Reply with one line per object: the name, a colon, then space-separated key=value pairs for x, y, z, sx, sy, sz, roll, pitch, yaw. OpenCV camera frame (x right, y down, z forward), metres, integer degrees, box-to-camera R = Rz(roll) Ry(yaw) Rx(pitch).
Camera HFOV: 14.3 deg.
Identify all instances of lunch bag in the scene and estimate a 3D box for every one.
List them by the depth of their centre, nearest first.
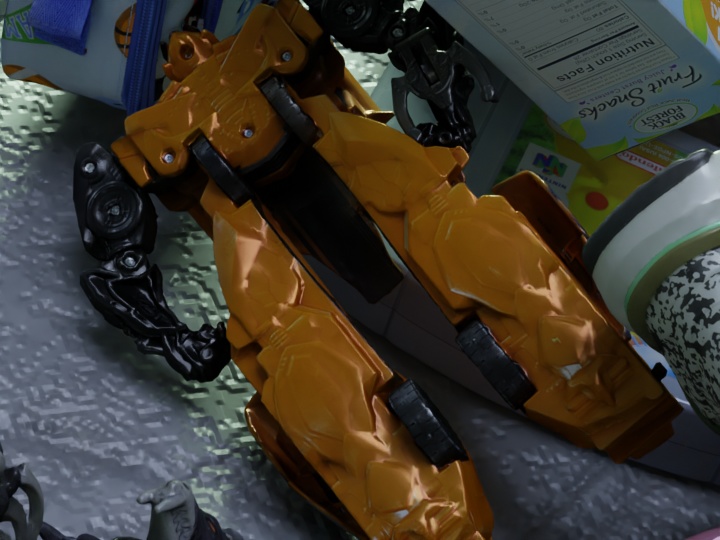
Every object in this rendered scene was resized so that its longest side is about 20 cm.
lunch bag: x=-0.056 y=-0.148 z=0.950 sx=0.075 sy=0.200 sz=0.160 roll=20 pitch=36 yaw=10

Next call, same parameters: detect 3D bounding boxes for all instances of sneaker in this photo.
sneaker: x=0.139 y=0.044 z=0.839 sx=0.200 sy=0.077 sz=0.089 roll=30 pitch=32 yaw=-45

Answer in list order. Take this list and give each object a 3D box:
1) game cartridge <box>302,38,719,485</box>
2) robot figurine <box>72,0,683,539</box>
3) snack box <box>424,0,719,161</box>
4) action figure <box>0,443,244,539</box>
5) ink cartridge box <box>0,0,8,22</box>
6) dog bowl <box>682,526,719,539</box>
game cartridge: x=0.084 y=0.000 z=0.969 sx=0.200 sy=0.041 sz=0.133 roll=23 pitch=47 yaw=4
robot figurine: x=0.000 y=0.000 z=0.889 sx=0.145 sy=0.058 sz=0.200 roll=-39 pitch=65 yaw=3
snack box: x=0.046 y=-0.157 z=0.884 sx=0.200 sy=0.068 sz=0.169 roll=38 pitch=44 yaw=-39
action figure: x=-0.087 y=0.101 z=0.761 sx=0.119 sy=0.102 sz=0.200 roll=33 pitch=45 yaw=30
ink cartridge box: x=-0.205 y=-0.157 z=0.939 sx=0.200 sy=0.145 sz=0.084 roll=26 pitch=44 yaw=6
dog bowl: x=0.127 y=0.153 z=0.777 sx=0.200 sy=0.074 sz=0.200 roll=3 pitch=54 yaw=-4
